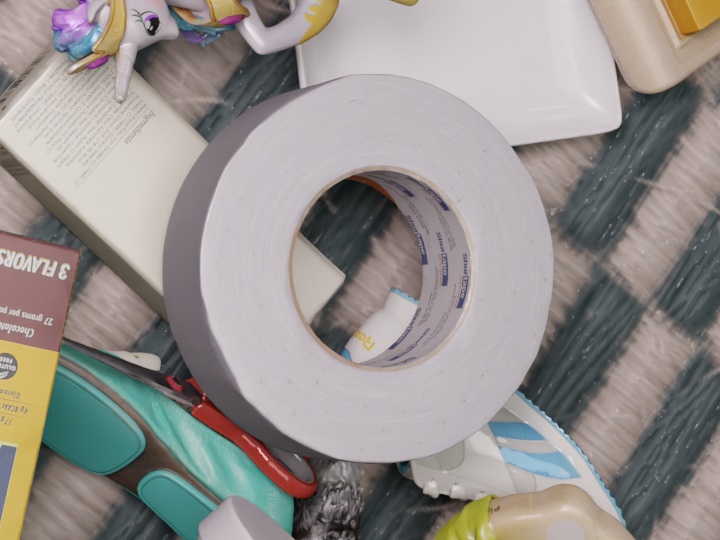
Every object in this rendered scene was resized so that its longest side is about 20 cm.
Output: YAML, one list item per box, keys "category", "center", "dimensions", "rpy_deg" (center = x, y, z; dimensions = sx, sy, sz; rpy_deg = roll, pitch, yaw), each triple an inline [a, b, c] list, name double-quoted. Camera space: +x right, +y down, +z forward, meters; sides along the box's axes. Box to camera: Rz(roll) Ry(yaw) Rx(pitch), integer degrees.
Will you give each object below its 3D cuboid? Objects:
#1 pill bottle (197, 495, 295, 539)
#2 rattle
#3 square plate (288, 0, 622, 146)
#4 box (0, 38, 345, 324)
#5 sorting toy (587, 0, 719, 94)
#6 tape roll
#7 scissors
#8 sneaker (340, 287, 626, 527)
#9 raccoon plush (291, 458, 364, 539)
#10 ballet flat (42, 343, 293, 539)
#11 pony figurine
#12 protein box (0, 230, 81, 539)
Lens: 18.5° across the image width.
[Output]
- category: "pill bottle"
  center: [-0.104, 0.219, 1.140]
  dimensions: [0.116, 0.116, 0.200]
  rpy_deg: [43, 96, -16]
- category: "rattle"
  center: [0.115, 0.228, 1.215]
  dimensions: [0.129, 0.143, 0.201]
  rpy_deg: [-21, 117, 0]
- category: "square plate"
  center: [0.046, -0.165, 1.262]
  dimensions: [0.197, 0.028, 0.202]
  rpy_deg: [-10, 95, -20]
- category: "box"
  center: [-0.109, -0.034, 1.185]
  dimensions: [0.200, 0.068, 0.082]
  rpy_deg: [46, 76, -16]
- category: "sorting toy"
  center: [0.200, -0.228, 1.298]
  dimensions: [0.199, 0.036, 0.186]
  rpy_deg: [-34, 104, -27]
- category: "tape roll"
  center: [0.000, 0.000, 1.157]
  dimensions: [0.199, 0.066, 0.202]
  rpy_deg: [1, 88, -23]
- category: "scissors"
  center: [-0.094, 0.063, 1.176]
  dimensions: [0.199, 0.073, 0.014]
  rpy_deg: [34, 113, -31]
- category: "sneaker"
  center: [0.068, 0.102, 1.257]
  dimensions: [0.200, 0.076, 0.081]
  rpy_deg: [42, 85, -10]
- category: "raccoon plush"
  center: [0.020, 0.211, 1.230]
  dimensions: [0.133, 0.097, 0.202]
  rpy_deg: [19, 84, -27]
- category: "ballet flat"
  center: [-0.113, 0.088, 1.194]
  dimensions: [0.200, 0.067, 0.071]
  rpy_deg: [41, 41, -19]
- category: "pony figurine"
  center: [-0.088, -0.191, 1.136]
  dimensions: [0.199, 0.166, 0.194]
  rpy_deg: [-17, 82, -32]
- category: "protein box"
  center: [-0.240, 0.070, 1.068]
  dimensions: [0.134, 0.200, 0.200]
  rpy_deg: [13, 87, -20]
